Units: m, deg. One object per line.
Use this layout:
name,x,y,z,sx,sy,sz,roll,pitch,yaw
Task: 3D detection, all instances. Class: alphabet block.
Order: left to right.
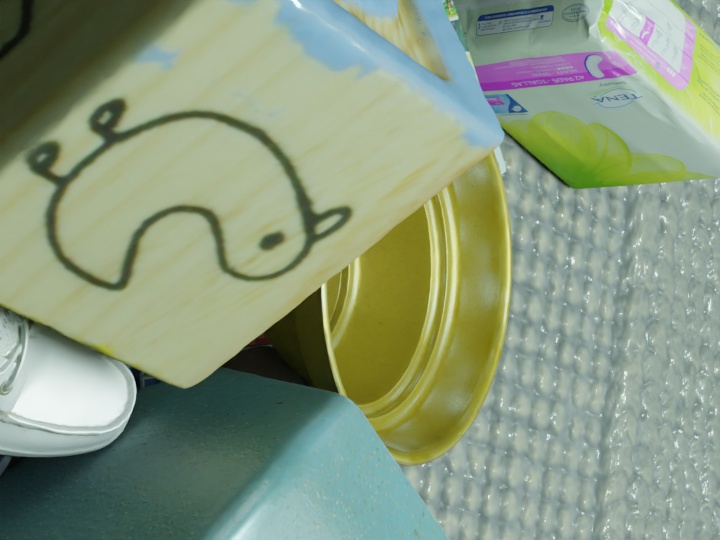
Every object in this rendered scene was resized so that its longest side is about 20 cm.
alphabet block,-0.090,-0.100,0.962,0.195,0.200,0.197,30,30,-44

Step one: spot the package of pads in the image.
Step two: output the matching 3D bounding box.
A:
package of pads,0.153,-0.125,1.382,0.200,0.154,0.068,34,63,-43

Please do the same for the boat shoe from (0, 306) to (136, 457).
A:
boat shoe,-0.180,0.034,0.976,0.199,0.069,0.071,21,64,-31

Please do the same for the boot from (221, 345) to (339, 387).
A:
boot,-0.054,0.136,1.200,0.146,0.070,0.201,-10,108,-39

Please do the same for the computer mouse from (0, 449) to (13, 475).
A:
computer mouse,-0.191,0.030,1.048,0.138,0.053,0.201,37,58,-24

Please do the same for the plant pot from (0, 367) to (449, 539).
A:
plant pot,-0.070,0.161,1.053,0.200,0.195,0.197,-50,125,-26

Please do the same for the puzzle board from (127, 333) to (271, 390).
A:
puzzle board,-0.098,0.012,1.190,0.200,0.017,0.152,-5,92,-50

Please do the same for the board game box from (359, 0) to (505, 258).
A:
board game box,-0.004,-0.123,1.257,0.147,0.064,0.201,-33,108,-48

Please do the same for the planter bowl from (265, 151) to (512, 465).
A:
planter bowl,0.000,0.000,1.145,0.200,0.083,0.201,-7,99,-58
